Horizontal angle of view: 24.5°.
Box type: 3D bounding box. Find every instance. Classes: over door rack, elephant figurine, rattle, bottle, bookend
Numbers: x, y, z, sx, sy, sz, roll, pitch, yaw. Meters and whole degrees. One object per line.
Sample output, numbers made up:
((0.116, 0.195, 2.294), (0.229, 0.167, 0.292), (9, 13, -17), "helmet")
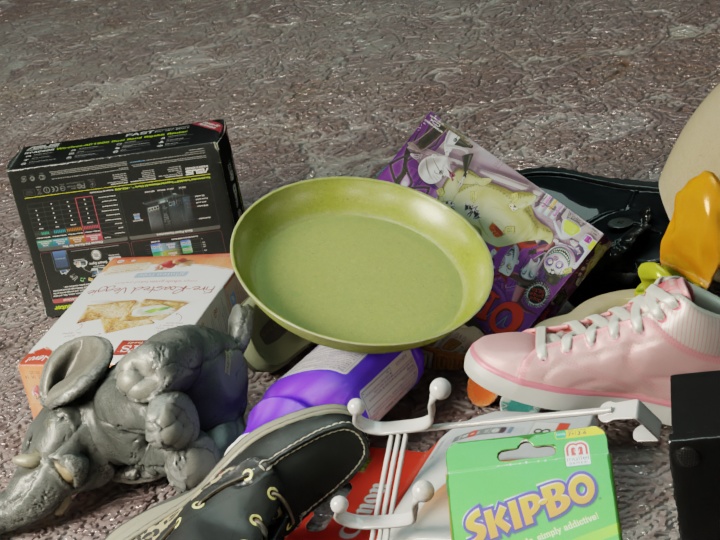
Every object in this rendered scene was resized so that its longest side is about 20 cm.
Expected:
((0.072, 0.142, 0.988), (0.199, 0.067, 0.148), (-2, 60, 24), "over door rack")
((-0.187, 0.111, 1.208), (0.200, 0.142, 0.155), (-15, -10, 30), "elephant figurine")
((0.177, 0.024, 1.230), (0.199, 0.143, 0.130), (-6, 43, -6), "rattle")
((-0.028, 0.099, 1.207), (0.083, 0.065, 0.200), (-15, 15, 34), "bottle")
((0.224, 0.124, 0.912), (0.092, 0.199, 0.200), (-7, 24, 13), "bookend")

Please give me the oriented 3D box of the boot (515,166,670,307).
((0.182, -0.024, 1.393), (0.199, 0.077, 0.168), (3, 23, 13), "boot")

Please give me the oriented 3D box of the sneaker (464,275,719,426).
((0.177, 0.045, 1.154), (0.200, 0.105, 0.075), (10, 21, 3), "sneaker")

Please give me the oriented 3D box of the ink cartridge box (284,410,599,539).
((0.046, 0.147, 1.114), (0.199, 0.050, 0.162), (4, 28, 23), "ink cartridge box")

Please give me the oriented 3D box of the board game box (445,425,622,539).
((0.101, 0.184, 0.912), (0.095, 0.030, 0.201), (-7, 62, 7), "board game box")

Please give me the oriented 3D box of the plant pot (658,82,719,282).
((0.319, -0.062, 1.324), (0.134, 0.200, 0.200), (-29, 18, 21), "plant pot")

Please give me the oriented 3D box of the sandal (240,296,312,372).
((-0.032, 0.015, 1.387), (0.057, 0.080, 0.201), (-26, 18, 44), "sandal")

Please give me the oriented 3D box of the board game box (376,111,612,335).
((0.093, -0.032, 1.349), (0.200, 0.032, 0.120), (38, 95, 32), "board game box")

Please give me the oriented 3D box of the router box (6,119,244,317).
((-0.204, -0.047, 1.508), (0.199, 0.150, 0.062), (-7, 25, 7), "router box")

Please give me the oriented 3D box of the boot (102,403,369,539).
((-0.063, 0.179, 1.039), (0.203, 0.074, 0.154), (-32, 30, -6), "boot")

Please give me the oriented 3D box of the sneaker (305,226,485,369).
((0.015, 0.008, 1.316), (0.200, 0.076, 0.088), (23, 54, 9), "sneaker")

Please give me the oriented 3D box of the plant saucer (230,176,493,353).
((0.000, 0.000, 1.255), (0.199, 0.031, 0.200), (6, 39, -5), "plant saucer")

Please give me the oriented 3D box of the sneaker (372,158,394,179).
((0.083, -0.022, 1.427), (0.074, 0.087, 0.200), (-42, 46, 8), "sneaker")

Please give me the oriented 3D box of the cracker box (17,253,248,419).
((-0.182, 0.053, 1.397), (0.134, 0.058, 0.200), (-2, 26, 18), "cracker box")
